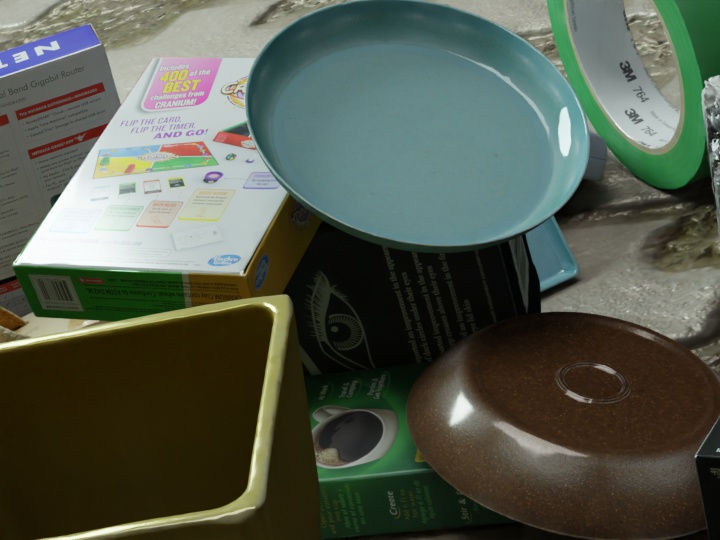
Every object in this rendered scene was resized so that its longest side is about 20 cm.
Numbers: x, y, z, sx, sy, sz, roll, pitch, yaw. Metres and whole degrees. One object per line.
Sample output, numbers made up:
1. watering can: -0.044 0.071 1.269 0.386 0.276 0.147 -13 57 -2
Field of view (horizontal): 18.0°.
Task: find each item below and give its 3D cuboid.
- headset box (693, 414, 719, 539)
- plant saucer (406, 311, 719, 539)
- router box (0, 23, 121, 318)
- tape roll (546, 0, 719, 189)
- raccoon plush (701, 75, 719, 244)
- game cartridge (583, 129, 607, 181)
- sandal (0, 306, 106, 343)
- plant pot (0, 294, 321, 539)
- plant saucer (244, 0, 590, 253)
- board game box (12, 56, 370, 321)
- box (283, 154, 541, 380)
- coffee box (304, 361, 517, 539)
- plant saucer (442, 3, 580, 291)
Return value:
1. headset box: 0.280 0.077 1.186 0.148 0.078 0.200 3 30 30
2. plant saucer: 0.125 0.074 1.245 0.198 0.037 0.201 5 31 -3
3. router box: -0.253 -0.056 1.594 0.198 0.181 0.049 -18 27 -10
4. tape roll: 0.196 -0.156 1.541 0.048 0.202 0.200 -24 28 -18
5. raccoon plush: 0.277 -0.046 1.345 0.133 0.097 0.202 -7 64 8
6. game cartridge: 0.067 -0.106 1.574 0.198 0.041 0.133 12 13 -14
7. sandal: -0.249 0.036 1.536 0.210 0.070 0.078 -23 28 -17
8. plant pot: -0.108 0.157 1.086 0.194 0.202 0.195 -11 27 8
9. plant saucer: 0.031 -0.079 1.291 0.198 0.028 0.201 6 48 -7
10. board game box: -0.091 -0.050 1.324 0.152 0.041 0.201 3 42 25
11. box: 0.000 0.000 1.379 0.198 0.149 0.105 -8 38 12
12. coffee box: 0.009 0.103 1.308 0.198 0.044 0.123 -7 28 13
13. plant saucer: 0.070 -0.073 1.487 0.069 0.201 0.019 -23 -9 -18
